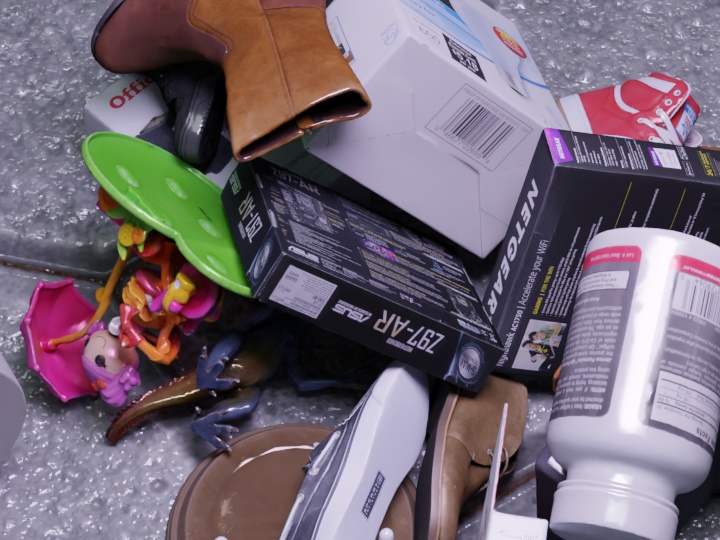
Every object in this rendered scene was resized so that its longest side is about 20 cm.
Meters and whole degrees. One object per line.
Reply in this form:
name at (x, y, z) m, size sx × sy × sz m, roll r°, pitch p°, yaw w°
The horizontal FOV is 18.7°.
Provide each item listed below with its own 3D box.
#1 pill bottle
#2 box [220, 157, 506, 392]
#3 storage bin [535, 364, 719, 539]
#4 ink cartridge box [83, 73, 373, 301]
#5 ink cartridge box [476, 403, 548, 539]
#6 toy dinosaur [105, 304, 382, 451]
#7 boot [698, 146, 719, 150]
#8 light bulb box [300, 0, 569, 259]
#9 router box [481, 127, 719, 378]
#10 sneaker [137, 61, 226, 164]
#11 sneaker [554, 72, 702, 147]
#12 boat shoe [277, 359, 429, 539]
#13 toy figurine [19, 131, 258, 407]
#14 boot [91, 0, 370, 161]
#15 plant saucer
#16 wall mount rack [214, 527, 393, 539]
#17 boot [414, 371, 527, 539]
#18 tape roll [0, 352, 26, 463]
pill bottle at (0.184, 0.082, 1.446) m, size 0.110 × 0.111 × 0.201 m, roll 12°, pitch 73°, yaw 6°
box at (0.000, 0.000, 1.645) m, size 0.199 × 0.044 × 0.160 m, roll 24°, pitch 22°, yaw -26°
storage bin at (0.187, 0.134, 1.581) m, size 0.145 × 0.200 × 0.134 m, roll 33°, pitch 70°, yaw 19°
ink cartridge box at (-0.108, -0.095, 1.786) m, size 0.200 × 0.083 × 0.146 m, roll 39°, pitch 63°, yaw 21°
ink cartridge box at (0.097, 0.217, 1.507) m, size 0.043 × 0.200 × 0.174 m, roll 10°, pitch 56°, yaw 3°
toy dinosaur at (-0.082, 0.048, 1.690) m, size 0.199 × 0.106 × 0.182 m, roll -1°, pitch 27°, yaw 20°
boot at (0.322, -0.096, 1.833) m, size 0.199 × 0.069 × 0.189 m, roll -3°, pitch 61°, yaw 6°
light bulb box at (0.043, -0.148, 1.719) m, size 0.198 × 0.125 × 0.200 m, roll 31°, pitch 24°, yaw -34°
router box at (0.182, -0.006, 1.646) m, size 0.148 × 0.201 × 0.051 m, roll 7°, pitch 37°, yaw -15°
sneaker at (-0.154, -0.168, 1.752) m, size 0.104 × 0.060 × 0.201 m, roll 7°, pitch 52°, yaw 6°
sneaker at (0.235, -0.082, 1.759) m, size 0.112 × 0.071 × 0.201 m, roll -19°, pitch 51°, yaw 3°
boat shoe at (-0.010, 0.146, 1.603) m, size 0.067 × 0.072 × 0.201 m, roll 3°, pitch 55°, yaw 31°
toy figurine at (-0.175, 0.027, 1.649) m, size 0.150 × 0.185 × 0.200 m, roll 12°, pitch 28°, yaw -48°
boot at (-0.100, -0.144, 1.620) m, size 0.187 × 0.069 × 0.201 m, roll -18°, pitch 47°, yaw 0°
plant saucer at (-0.046, 0.195, 1.623) m, size 0.199 × 0.030 × 0.201 m, roll 1°, pitch 54°, yaw -2°
wall mount rack at (-0.036, 0.272, 1.519) m, size 0.199 × 0.075 × 0.175 m, roll -2°, pitch 79°, yaw -4°
boot at (0.083, 0.139, 1.628) m, size 0.075 × 0.074 × 0.200 m, roll 18°, pitch 41°, yaw -2°
tape roll at (-0.334, 0.121, 1.557) m, size 0.202 × 0.203 × 0.037 m, roll -25°, pitch 60°, yaw -18°
